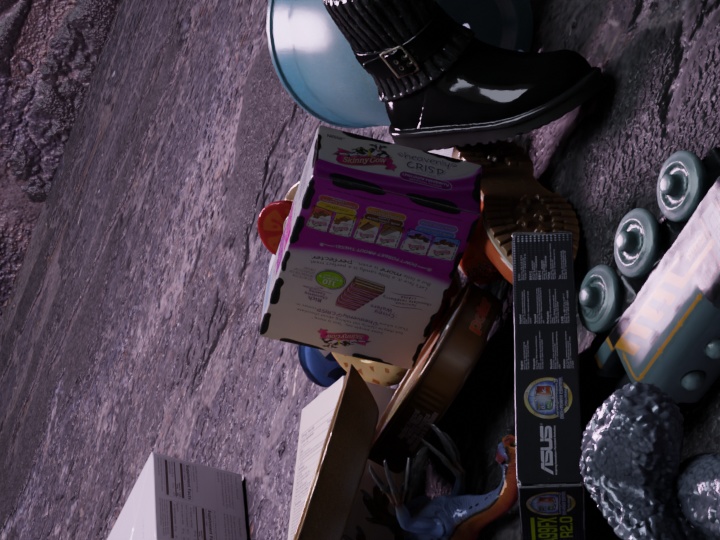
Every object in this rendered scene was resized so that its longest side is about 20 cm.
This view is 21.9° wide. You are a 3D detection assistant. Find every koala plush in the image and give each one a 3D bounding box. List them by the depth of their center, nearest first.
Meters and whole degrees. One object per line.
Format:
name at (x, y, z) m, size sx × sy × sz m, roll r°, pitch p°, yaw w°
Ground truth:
koala plush at (0.243, 0.090, 0.931) m, size 0.200 × 0.177 × 0.184 m, roll -61°, pitch 35°, yaw 31°

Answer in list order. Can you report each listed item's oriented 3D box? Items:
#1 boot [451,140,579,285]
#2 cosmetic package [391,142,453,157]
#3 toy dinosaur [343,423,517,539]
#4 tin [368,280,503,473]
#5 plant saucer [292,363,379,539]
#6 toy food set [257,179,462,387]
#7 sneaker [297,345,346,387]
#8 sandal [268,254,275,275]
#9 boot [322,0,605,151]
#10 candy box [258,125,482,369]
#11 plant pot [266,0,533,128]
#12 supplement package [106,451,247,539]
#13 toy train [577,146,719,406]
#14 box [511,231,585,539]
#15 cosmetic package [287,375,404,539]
boot at (0.119, -0.021, 1.499) m, size 0.200 × 0.075 × 0.107 m, roll -112°, pitch 27°, yaw -57°
cosmetic package at (0.059, -0.077, 1.687) m, size 0.200 × 0.051 × 0.083 m, roll -5°, pitch 61°, yaw 66°
toy dinosaur at (0.074, 0.194, 1.473) m, size 0.181 × 0.200 × 0.105 m, roll -8°, pitch 33°, yaw 41°
tin at (0.060, 0.090, 1.538) m, size 0.200 × 0.042 × 0.112 m, roll -60°, pitch 5°, yaw 47°
plant saucer at (-0.022, 0.176, 1.503) m, size 0.200 × 0.035 × 0.200 m, roll 18°, pitch -90°, yaw -90°
toy food set at (0.000, 0.000, 1.630) m, size 0.049 × 0.198 × 0.200 m, roll -44°, pitch 0°, yaw -39°
sneaker at (-0.009, 0.045, 1.763) m, size 0.200 × 0.082 × 0.074 m, roll 95°, pitch -161°, yaw -47°
sandal at (-0.012, -0.004, 1.847) m, size 0.207 × 0.059 × 0.079 m, roll 3°, pitch 66°, yaw 49°
boot at (0.078, -0.183, 1.492) m, size 0.211 × 0.158 × 0.079 m, roll -10°, pitch 24°, yaw 34°
candy box at (0.005, -0.015, 1.496) m, size 0.200 × 0.136 × 0.061 m, roll 112°, pitch 168°, yaw -46°
plant pot at (0.049, -0.220, 1.671) m, size 0.188 × 0.200 × 0.200 m, roll 15°, pitch 89°, yaw 55°
supplement package at (-0.199, 0.328, 2.006) m, size 0.200 × 0.111 × 0.156 m, roll -100°, pitch 33°, yaw -52°
toy train at (0.212, 0.010, 1.192) m, size 0.200 × 0.085 × 0.114 m, roll -59°, pitch 34°, yaw 36°
box at (0.129, 0.099, 1.284) m, size 0.160 × 0.044 × 0.200 m, roll 79°, pitch -169°, yaw -55°
cosmetic package at (-0.013, 0.207, 1.653) m, size 0.105 × 0.071 × 0.200 m, roll 139°, pitch 143°, yaw -58°
